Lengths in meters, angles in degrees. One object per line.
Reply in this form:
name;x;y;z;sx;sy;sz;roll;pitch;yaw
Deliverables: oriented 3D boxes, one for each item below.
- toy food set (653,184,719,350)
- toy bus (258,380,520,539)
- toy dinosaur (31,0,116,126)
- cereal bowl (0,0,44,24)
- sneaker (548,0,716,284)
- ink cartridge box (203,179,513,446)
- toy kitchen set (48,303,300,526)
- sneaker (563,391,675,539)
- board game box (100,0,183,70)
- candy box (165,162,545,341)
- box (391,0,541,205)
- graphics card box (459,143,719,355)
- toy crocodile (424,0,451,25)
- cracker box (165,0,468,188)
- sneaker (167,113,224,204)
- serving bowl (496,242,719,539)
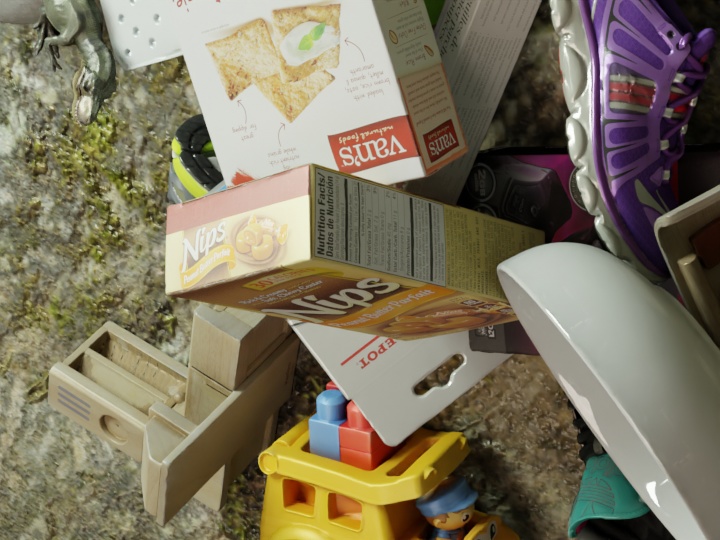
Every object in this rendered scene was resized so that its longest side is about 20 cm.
toy food set;0.256;0.022;0.868;0.201;0.143;0.060;63;177;-19
toy bus;0.025;0.165;1.203;0.199;0.136;0.193;14;115;28
toy dinosaur;-0.202;-0.183;1.043;0.088;0.047;0.201;-23;89;56
cereal bowl;-0.259;-0.253;1.113;0.199;0.083;0.201;21;134;23
sneaker;0.153;-0.093;0.879;0.083;0.081;0.202;-8;96;22
ink cartridge box;0.000;0.000;1.073;0.200;0.116;0.068;53;180;-9
toy kitchen set;-0.168;0.084;1.250;0.180;0.163;0.201;29;136;17
sneaker;0.159;0.110;1.038;0.200;0.121;0.084;50;138;-4
board game box;-0.088;-0.236;0.967;0.199;0.026;0.202;-10;97;35
candy box;0.002;-0.005;0.928;0.115;0.199;0.056;-14;72;42
box;0.056;-0.103;0.964;0.039;0.041;0.201;-113;35;-46
graphics card box;0.153;-0.011;0.969;0.199;0.051;0.127;3;102;39
toy crocodile;-0.025;-0.172;1.001;0.199;0.067;0.062;10;123;31
cracker box;-0.035;-0.140;0.907;0.133;0.058;0.201;-11;103;35
sneaker;-0.060;-0.020;1.160;0.200;0.074;0.081;48;149;6
serving bowl;0.154;0.061;0.863;0.201;0.066;0.200;54;178;3
